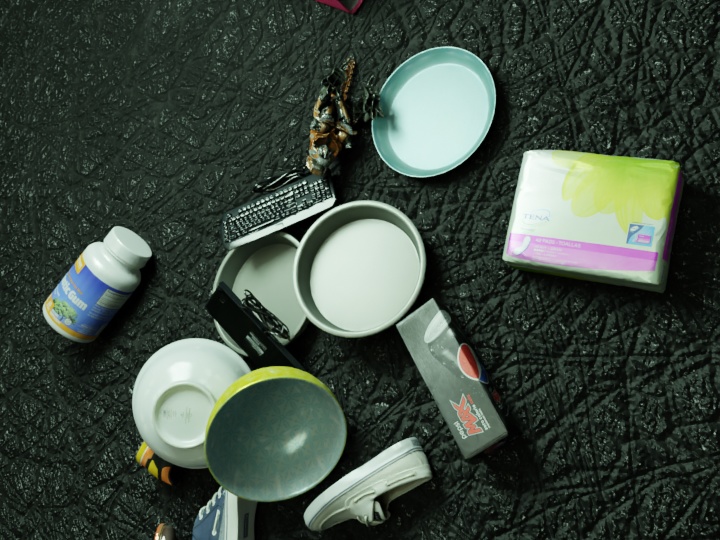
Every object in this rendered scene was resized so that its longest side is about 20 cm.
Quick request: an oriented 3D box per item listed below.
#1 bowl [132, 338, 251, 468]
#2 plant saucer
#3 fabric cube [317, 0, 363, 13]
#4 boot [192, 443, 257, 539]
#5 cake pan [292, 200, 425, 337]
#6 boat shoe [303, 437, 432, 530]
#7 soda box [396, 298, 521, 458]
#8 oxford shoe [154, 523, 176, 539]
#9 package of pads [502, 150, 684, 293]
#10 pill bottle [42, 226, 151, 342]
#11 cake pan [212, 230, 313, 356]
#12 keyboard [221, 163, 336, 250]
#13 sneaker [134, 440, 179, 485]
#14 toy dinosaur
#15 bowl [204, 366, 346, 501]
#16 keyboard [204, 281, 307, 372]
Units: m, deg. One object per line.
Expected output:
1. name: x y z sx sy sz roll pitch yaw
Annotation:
1. bowl: -0.253 0.207 1.064 0.198 0.090 0.204 0 90 -2
2. plant saucer: 0.109 -0.231 1.054 0.198 0.027 0.203 -7 75 28
3. fabric cube: -0.082 -0.570 1.149 0.198 0.199 0.198 31 95 34
4. boot: -0.206 0.353 1.064 0.089 0.073 0.203 0 78 24
5. cake pan: 0.000 0.000 1.023 0.198 0.037 0.203 -5 71 16
6. boat shoe: 0.012 0.307 0.956 0.199 0.071 0.070 -36 60 10
7. soda box: 0.126 0.140 0.931 0.070 0.063 0.201 -37 63 17
8. oxford shoe: -0.275 0.487 1.089 0.072 0.071 0.202 -13 66 -3
9. package of pads: 0.287 -0.068 0.886 0.198 0.068 0.157 10 83 31
10. pill bottle: -0.467 0.022 1.276 0.200 0.112 0.112 -49 60 12
11. cake pan: -0.149 0.037 1.131 0.198 0.037 0.203 -7 75 28
12. keyboard: -0.138 -0.112 1.126 0.198 0.040 0.105 -22 53 10
13. sneaker: -0.273 0.250 1.142 0.090 0.070 0.201 36 95 12
14. toy dinosaur: -0.042 -0.249 1.104 0.136 0.101 0.203 -35 58 57
15. bowl: -0.126 0.213 1.013 0.201 0.199 0.108 -52 26 9
16. keyboard: -0.142 0.096 1.065 0.200 0.040 0.104 46 136 0
